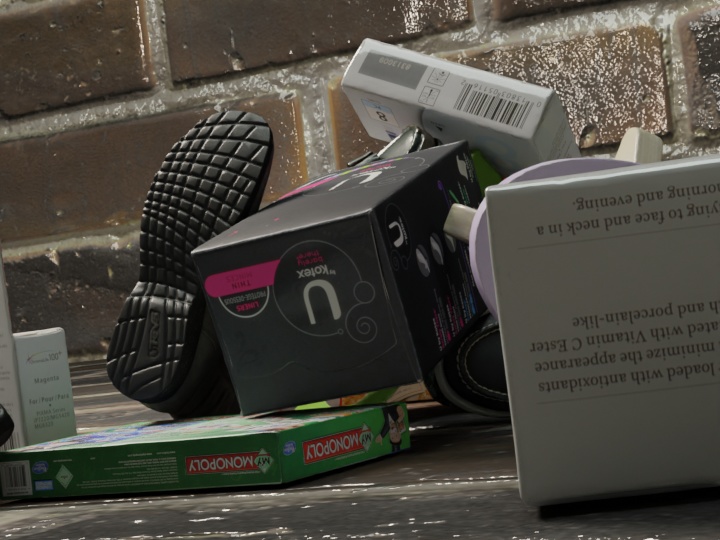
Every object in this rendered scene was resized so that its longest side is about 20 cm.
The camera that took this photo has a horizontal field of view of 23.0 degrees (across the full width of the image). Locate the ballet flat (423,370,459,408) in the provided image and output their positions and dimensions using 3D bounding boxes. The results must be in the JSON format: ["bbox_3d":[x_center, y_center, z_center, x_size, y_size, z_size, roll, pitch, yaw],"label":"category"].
[{"bbox_3d":[0.135,0.065,1.227,0.198,0.075,0.074,-9,-1,18],"label":"ballet flat"}]

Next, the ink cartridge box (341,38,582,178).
[{"bbox_3d":[0.088,-0.082,1.314,0.159,0.048,0.200,19,-21,27],"label":"ink cartridge box"}]

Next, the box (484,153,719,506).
[{"bbox_3d":[0.161,0.018,0.775,0.196,0.132,0.200,-7,-1,7],"label":"box"}]

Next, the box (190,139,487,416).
[{"bbox_3d":[0.000,0.000,1.084,0.121,0.107,0.200,-13,11,22],"label":"box"}]

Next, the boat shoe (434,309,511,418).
[{"bbox_3d":[0.140,0.051,1.129,0.198,0.077,0.060,-8,-5,-31],"label":"boat shoe"}]

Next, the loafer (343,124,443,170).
[{"bbox_3d":[-0.023,-0.028,1.226,0.201,0.063,0.072,-51,18,-5],"label":"loafer"}]

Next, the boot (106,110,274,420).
[{"bbox_3d":[-0.095,0.007,1.148,0.069,0.202,0.132,19,-11,23],"label":"boot"}]

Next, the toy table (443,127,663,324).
[{"bbox_3d":[0.146,0.008,1.016,0.199,0.185,0.117,34,-2,-9],"label":"toy table"}]

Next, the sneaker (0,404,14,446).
[{"bbox_3d":[-0.266,0.097,1.058,0.079,0.076,0.199,-28,19,-24],"label":"sneaker"}]

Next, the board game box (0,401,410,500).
[{"bbox_3d":[-0.089,0.102,1.007,0.198,0.030,0.134,-8,-2,32],"label":"board game box"}]

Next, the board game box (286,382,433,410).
[{"bbox_3d":[0.026,0.058,1.453,0.198,0.047,0.152,-7,20,27],"label":"board game box"}]

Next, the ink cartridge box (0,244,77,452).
[{"bbox_3d":[-0.263,0.050,1.176,0.043,0.176,0.199,-6,0,-41],"label":"ink cartridge box"}]

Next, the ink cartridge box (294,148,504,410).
[{"bbox_3d":[0.015,0.014,1.273,0.200,0.076,0.147,-48,17,-20],"label":"ink cartridge box"}]
